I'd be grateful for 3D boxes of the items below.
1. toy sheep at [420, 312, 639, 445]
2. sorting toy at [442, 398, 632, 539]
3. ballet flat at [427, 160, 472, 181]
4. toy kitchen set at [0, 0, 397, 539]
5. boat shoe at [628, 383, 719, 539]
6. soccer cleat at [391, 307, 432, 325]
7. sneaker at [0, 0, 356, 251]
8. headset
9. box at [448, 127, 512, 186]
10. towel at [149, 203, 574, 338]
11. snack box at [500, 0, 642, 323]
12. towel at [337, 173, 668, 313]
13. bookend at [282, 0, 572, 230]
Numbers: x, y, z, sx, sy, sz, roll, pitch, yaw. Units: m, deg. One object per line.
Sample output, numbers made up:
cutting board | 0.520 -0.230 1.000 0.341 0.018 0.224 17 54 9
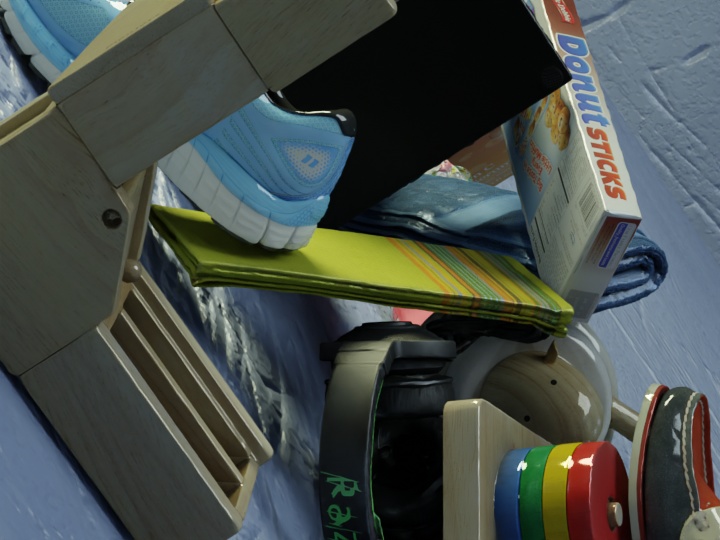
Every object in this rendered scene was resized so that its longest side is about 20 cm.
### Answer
toy sheep | 0.082 0.073 1.389 0.138 0.138 0.200 56 -15 -11
sorting toy | 0.107 0.178 1.196 0.199 0.069 0.201 35 52 -61
ballet flat | 0.053 -0.022 1.639 0.200 0.075 0.064 44 35 -39
toy kitchen set | -0.039 -0.029 0.996 0.181 0.200 0.163 56 14 -12
boat shoe | 0.164 0.150 1.172 0.071 0.062 0.201 30 55 -60
soccer cleat | 0.075 0.078 1.532 0.200 0.067 0.077 57 -19 17
sneaker | -0.083 -0.099 1.181 0.200 0.090 0.078 38 12 6
headset | 0.032 0.075 1.202 0.200 0.094 0.124 -65 149 -58
box | 0.063 -0.129 1.729 0.107 0.152 0.200 63 14 16
towel | 0.000 0.000 1.211 0.199 0.018 0.086 8 16 -24
snack box | 0.104 -0.066 1.298 0.024 0.072 0.200 10 39 -17
towel | 0.065 -0.017 1.378 0.111 0.200 0.049 -15 111 -40
bookend | 0.003 -0.114 1.359 0.092 0.198 0.200 54 12 -16
